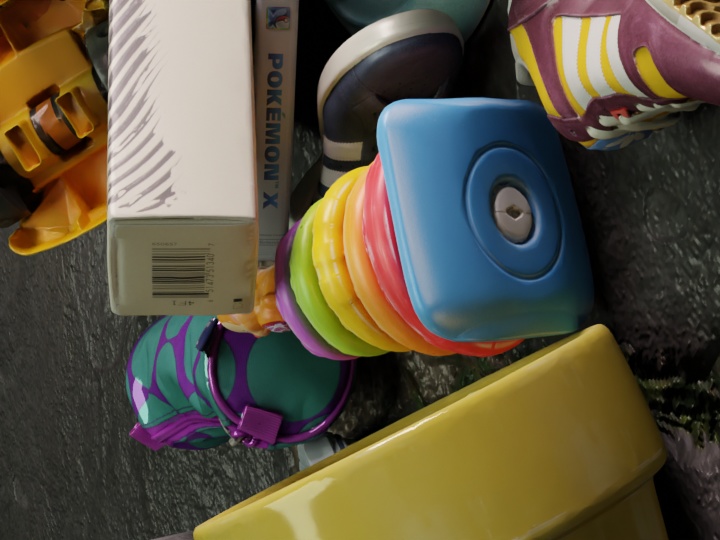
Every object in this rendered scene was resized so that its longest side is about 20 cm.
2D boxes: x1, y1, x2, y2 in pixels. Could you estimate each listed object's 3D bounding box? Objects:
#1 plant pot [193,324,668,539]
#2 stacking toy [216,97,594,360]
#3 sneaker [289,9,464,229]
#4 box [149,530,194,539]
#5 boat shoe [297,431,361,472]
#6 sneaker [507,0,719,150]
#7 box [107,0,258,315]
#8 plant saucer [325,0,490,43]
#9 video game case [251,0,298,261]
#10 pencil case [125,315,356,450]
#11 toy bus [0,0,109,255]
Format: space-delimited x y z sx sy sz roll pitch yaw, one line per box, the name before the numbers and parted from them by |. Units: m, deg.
plant pot | 0.056 0.150 0.934 0.190 0.200 0.201 64 150 3
stacking toy | 0.000 0.000 1.013 0.199 0.116 0.111 -20 79 44
sneaker | 0.016 -0.041 1.074 0.200 0.074 0.085 108 146 -56
box | -0.100 0.269 1.323 0.101 0.112 0.202 21 116 57
boat shoe | 0.007 0.124 1.133 0.200 0.062 0.073 -152 57 -79
sneaker | 0.119 -0.082 0.870 0.200 0.074 0.091 -131 42 -59
box | -0.084 -0.083 1.029 0.082 0.068 0.201 97 170 -55
plant saucer | 0.011 -0.200 1.088 0.200 0.027 0.202 22 116 59
video game case | -0.047 -0.130 1.132 0.200 0.022 0.184 -98 10 -63
pencil case | -0.071 0.057 1.222 0.093 0.085 0.200 -59 13 -14
toy bus | -0.186 -0.134 1.316 0.201 0.135 0.192 58 -166 -9
